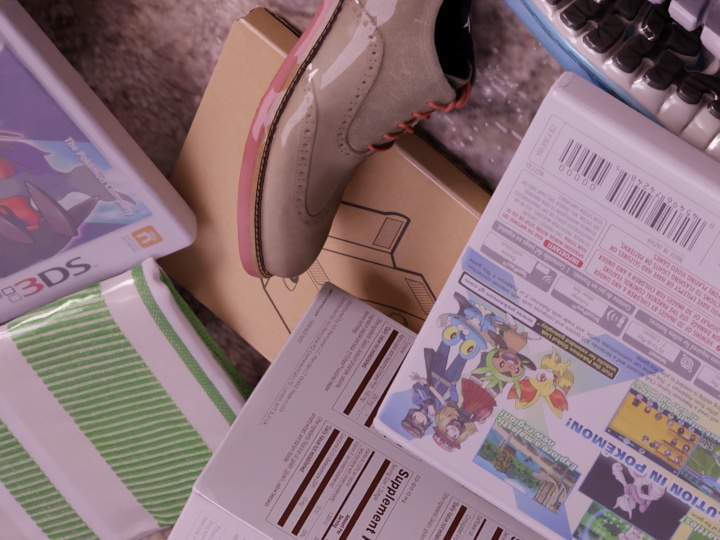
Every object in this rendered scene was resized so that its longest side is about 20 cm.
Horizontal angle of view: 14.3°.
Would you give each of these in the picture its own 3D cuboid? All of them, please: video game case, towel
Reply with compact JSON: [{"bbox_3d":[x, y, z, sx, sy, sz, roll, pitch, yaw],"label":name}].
[{"bbox_3d":[0.123,0.046,1.091,0.199,0.022,0.183,32,127,6],"label":"video game case"},{"bbox_3d":[-0.148,0.082,1.355,0.199,0.023,0.153,-22,127,16],"label":"towel"},{"bbox_3d":[-0.199,-0.045,1.265,0.182,0.023,0.200,-22,132,19],"label":"video game case"}]

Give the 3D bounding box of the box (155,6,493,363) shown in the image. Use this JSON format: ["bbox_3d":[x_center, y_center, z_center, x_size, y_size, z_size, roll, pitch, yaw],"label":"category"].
[{"bbox_3d":[0.000,0.000,1.274,0.200,0.021,0.164,40,136,12],"label":"box"}]

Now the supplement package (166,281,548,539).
[{"bbox_3d":[0.013,0.153,1.244,0.199,0.147,0.192,31,135,2],"label":"supplement package"}]

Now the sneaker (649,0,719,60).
[{"bbox_3d":[0.134,-0.148,1.034,0.200,0.078,0.112,36,132,1],"label":"sneaker"}]

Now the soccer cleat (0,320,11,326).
[{"bbox_3d":[-0.144,0.015,1.365,0.069,0.078,0.201,19,128,30],"label":"soccer cleat"}]

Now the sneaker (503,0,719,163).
[{"bbox_3d":[0.110,-0.058,1.103,0.200,0.078,0.090,49,140,4],"label":"sneaker"}]

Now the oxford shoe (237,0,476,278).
[{"bbox_3d":[0.004,-0.072,1.171,0.075,0.070,0.201,26,121,9],"label":"oxford shoe"}]
